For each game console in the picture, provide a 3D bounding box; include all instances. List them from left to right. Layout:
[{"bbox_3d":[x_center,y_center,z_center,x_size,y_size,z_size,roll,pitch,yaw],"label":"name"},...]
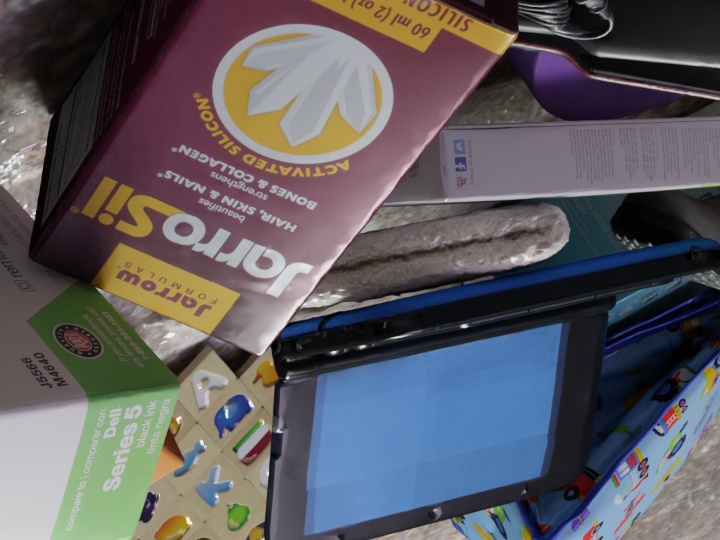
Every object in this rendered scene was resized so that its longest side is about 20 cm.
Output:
[{"bbox_3d":[0.065,0.064,1.151,0.199,0.119,0.171,-12,179,-30],"label":"game console"}]

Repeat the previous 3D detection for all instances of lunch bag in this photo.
[{"bbox_3d":[0.153,0.091,1.358,0.200,0.094,0.151,-36,158,-13],"label":"lunch bag"}]

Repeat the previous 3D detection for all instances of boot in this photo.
[{"bbox_3d":[0.213,-0.048,1.243,0.200,0.068,0.131,23,89,-49],"label":"boot"}]

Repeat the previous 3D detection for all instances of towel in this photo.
[{"bbox_3d":[0.000,0.000,1.120,0.199,0.035,0.133,-11,180,2],"label":"towel"}]

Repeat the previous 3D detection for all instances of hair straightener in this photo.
[{"bbox_3d":[0.080,-0.114,0.959,0.199,0.041,0.077,14,160,1],"label":"hair straightener"}]

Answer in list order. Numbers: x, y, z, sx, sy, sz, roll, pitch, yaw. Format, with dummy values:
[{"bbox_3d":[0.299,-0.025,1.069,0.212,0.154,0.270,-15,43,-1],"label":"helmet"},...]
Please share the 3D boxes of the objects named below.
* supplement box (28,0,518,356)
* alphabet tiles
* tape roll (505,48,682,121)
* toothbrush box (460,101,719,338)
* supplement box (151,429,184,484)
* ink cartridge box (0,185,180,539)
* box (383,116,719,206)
[{"bbox_3d":[-0.036,-0.072,0.913,0.110,0.086,0.200,23,132,-19],"label":"supplement box"},{"bbox_3d":[-0.077,0.127,1.331,0.166,0.006,0.200,-47,142,-10],"label":"alphabet tiles"},{"bbox_3d":[0.148,-0.154,1.068,0.200,0.066,0.200,-26,158,-12],"label":"tape roll"},{"bbox_3d":[0.162,-0.006,1.375,0.199,0.085,0.147,-27,158,-10],"label":"toothbrush box"},{"bbox_3d":[-0.193,0.118,1.198,0.200,0.069,0.067,-31,156,4],"label":"supplement box"},{"bbox_3d":[-0.194,0.045,0.900,0.199,0.145,0.084,-7,129,-41],"label":"ink cartridge box"},{"bbox_3d":[0.069,-0.050,1.103,0.199,0.037,0.144,-3,-179,-38],"label":"box"}]
